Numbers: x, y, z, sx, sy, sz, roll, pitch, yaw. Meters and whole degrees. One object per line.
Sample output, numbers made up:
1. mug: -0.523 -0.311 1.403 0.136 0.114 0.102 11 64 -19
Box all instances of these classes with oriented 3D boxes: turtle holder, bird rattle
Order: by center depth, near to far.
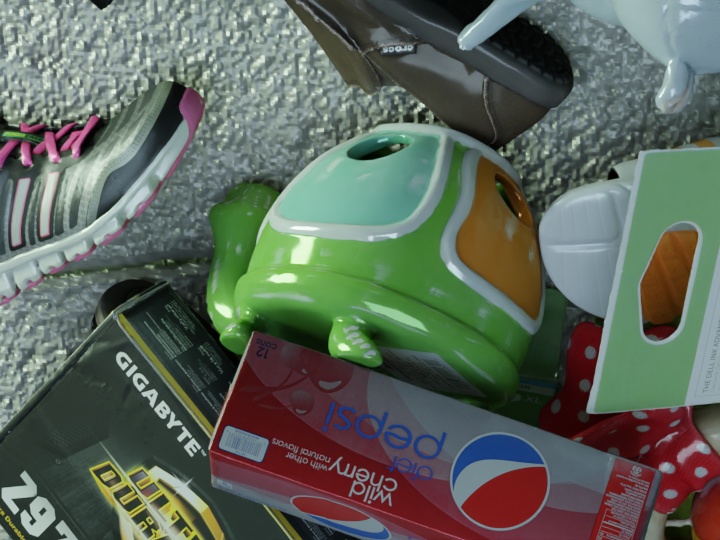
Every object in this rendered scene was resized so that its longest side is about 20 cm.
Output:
1. turtle holder: 0.011 0.004 1.363 0.140 0.132 0.185 27 162 -19
2. bird rattle: 0.169 0.117 1.388 0.162 0.113 0.201 -3 109 -4

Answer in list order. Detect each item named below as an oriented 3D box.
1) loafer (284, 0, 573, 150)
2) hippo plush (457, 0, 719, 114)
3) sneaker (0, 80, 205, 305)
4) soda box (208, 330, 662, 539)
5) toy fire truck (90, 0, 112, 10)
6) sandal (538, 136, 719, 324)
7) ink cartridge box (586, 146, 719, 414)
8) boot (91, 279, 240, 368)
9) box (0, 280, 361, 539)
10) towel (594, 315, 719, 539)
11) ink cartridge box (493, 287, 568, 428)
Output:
1. loafer: 0.003 -0.117 1.343 0.199 0.073 0.071 32 116 -1
2. hippo plush: 0.152 -0.156 1.219 0.199 0.161 0.160 3 104 -4
3. sneaker: -0.168 -0.048 1.417 0.199 0.074 0.088 -31 109 29
4. soda box: 0.033 0.096 1.283 0.199 0.070 0.064 19 71 6
5. toy fire truck: -0.085 -0.244 1.288 0.129 0.176 0.200 45 74 -7
6. sandal: 0.184 -0.028 1.351 0.205 0.059 0.080 -7 122 -6
7. ink cartridge box: 0.201 -0.009 1.293 0.199 0.048 0.146 -2 123 -16
8. boot: -0.103 0.120 1.469 0.200 0.073 0.151 53 131 9
9. box: -0.088 0.130 1.383 0.200 0.049 0.160 51 131 6
10. towel: 0.169 0.114 1.433 0.086 0.018 0.201 -2 112 14
11. ink cartridge box: 0.044 0.104 1.437 0.103 0.059 0.201 9 114 12
